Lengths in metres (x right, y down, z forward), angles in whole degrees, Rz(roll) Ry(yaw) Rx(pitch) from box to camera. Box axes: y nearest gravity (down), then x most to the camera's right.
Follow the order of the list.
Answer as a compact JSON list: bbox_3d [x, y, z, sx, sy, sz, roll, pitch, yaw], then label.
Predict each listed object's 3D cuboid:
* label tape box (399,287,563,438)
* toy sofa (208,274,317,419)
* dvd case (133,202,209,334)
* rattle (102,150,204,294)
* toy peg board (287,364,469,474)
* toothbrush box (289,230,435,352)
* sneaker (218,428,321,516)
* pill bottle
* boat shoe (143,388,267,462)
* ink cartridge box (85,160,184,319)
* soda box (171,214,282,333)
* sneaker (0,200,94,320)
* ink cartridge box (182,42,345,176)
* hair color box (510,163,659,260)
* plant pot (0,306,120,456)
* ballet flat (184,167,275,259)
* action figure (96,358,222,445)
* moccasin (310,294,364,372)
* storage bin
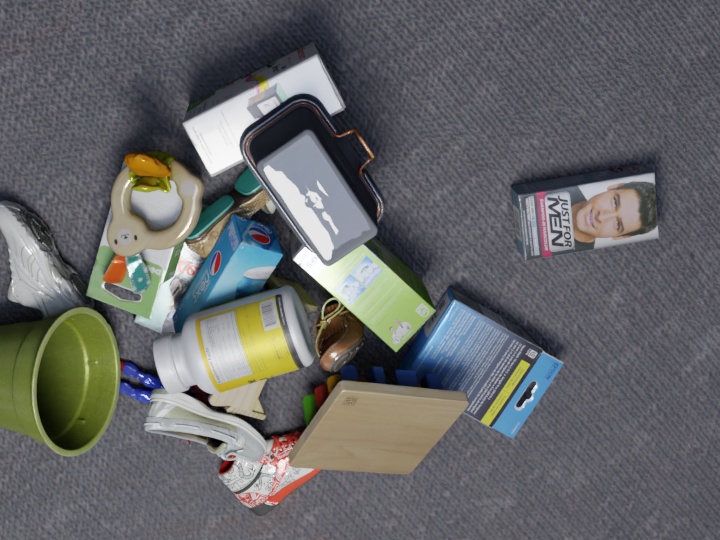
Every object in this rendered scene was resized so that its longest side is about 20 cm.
[{"bbox_3d":[0.179,0.138,1.732,0.199,0.066,0.144,29,103,-15],"label":"label tape box"},{"bbox_3d":[-0.152,0.105,1.671,0.097,0.083,0.201,17,106,-30],"label":"toy sofa"},{"bbox_3d":[-0.223,0.013,1.681,0.145,0.022,0.201,25,102,-12],"label":"dvd case"},{"bbox_3d":[-0.294,-0.054,1.523,0.130,0.143,0.201,35,98,-14],"label":"rattle"},{"bbox_3d":[0.016,0.194,1.663,0.198,0.098,0.200,8,138,-25],"label":"toy peg board"},{"bbox_3d":[0.000,0.000,1.632,0.200,0.146,0.086,41,99,-14],"label":"toothbrush box"},{"bbox_3d":[-0.120,0.270,1.743,0.201,0.067,0.108,-42,108,10],"label":"sneaker"},{"bbox_3d":[-0.169,0.099,1.552,0.198,0.112,0.113,-17,108,5],"label":"pill bottle"},{"bbox_3d":[-0.218,0.231,1.646,0.201,0.074,0.065,35,58,-36],"label":"boat shoe"},{"bbox_3d":[-0.301,-0.046,1.624,0.103,0.059,0.202,20,102,4],"label":"ink cartridge box"},{"bbox_3d":[-0.186,0.024,1.607,0.067,0.064,0.201,16,124,-31],"label":"soda box"},{"bbox_3d":[-0.464,-0.001,1.629,0.099,0.078,0.201,-29,106,8],"label":"sneaker"},{"bbox_3d":[-0.128,-0.218,1.555,0.199,0.145,0.085,-26,108,3],"label":"ink cartridge box"},{"bbox_3d":[0.323,-0.084,1.679,0.198,0.061,0.100,-10,107,-3],"label":"hair color box"},{"bbox_3d":[-0.466,0.146,1.612,0.188,0.200,0.202,3,109,22],"label":"plant pot"},{"bbox_3d":[-0.160,-0.091,1.630,0.200,0.070,0.065,-41,127,-4],"label":"ballet flat"},{"bbox_3d":[-0.295,0.186,1.691,0.198,0.099,0.066,19,105,-13],"label":"action figure"},{"bbox_3d":[-0.033,0.078,1.623,0.078,0.202,0.074,42,114,-10],"label":"moccasin"},{"bbox_3d":[-0.047,-0.108,1.450,0.145,0.134,0.201,-33,108,5],"label":"storage bin"}]
